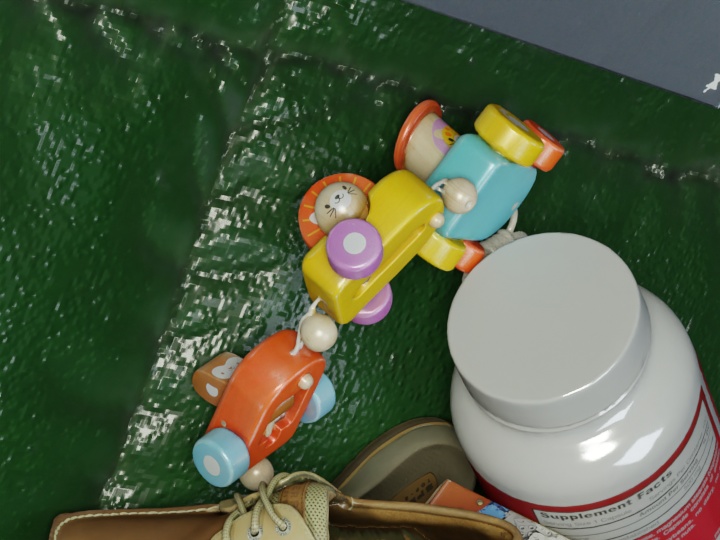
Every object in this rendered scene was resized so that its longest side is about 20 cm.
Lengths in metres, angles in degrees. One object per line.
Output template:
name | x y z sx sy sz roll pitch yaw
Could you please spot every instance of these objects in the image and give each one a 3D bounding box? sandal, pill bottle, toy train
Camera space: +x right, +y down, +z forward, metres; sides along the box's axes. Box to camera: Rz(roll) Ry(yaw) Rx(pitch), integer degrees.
sandal | -0.013 0.144 1.315 0.200 0.054 0.081 -41 136 -20
pill bottle | 0.104 0.073 1.329 0.112 0.112 0.200 -46 144 -14
toy train | 0.000 0.000 1.253 0.200 0.056 0.151 -37 160 -37

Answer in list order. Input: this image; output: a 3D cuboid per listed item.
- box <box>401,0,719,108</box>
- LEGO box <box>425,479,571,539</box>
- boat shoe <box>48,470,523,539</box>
box | 0.059 -0.172 1.092 0.199 0.182 0.104 12 124 -48
LEGO box | 0.075 0.211 1.327 0.077 0.148 0.201 -49 157 -39
boat shoe | -0.027 0.115 1.210 0.198 0.076 0.074 6 121 -3
